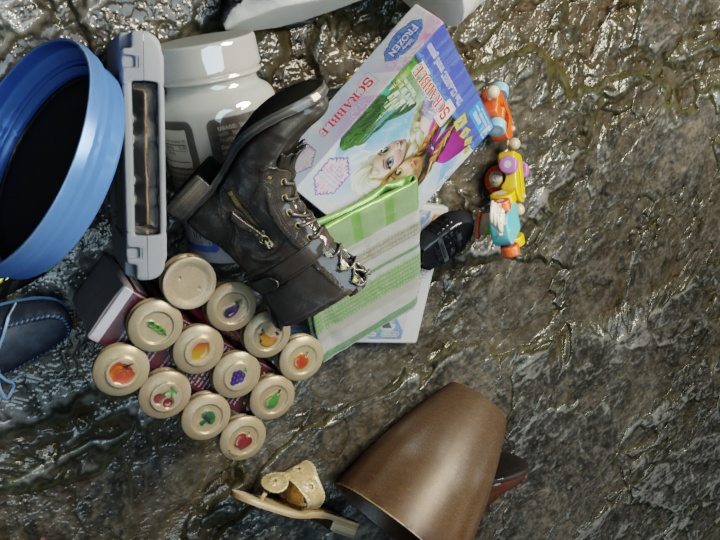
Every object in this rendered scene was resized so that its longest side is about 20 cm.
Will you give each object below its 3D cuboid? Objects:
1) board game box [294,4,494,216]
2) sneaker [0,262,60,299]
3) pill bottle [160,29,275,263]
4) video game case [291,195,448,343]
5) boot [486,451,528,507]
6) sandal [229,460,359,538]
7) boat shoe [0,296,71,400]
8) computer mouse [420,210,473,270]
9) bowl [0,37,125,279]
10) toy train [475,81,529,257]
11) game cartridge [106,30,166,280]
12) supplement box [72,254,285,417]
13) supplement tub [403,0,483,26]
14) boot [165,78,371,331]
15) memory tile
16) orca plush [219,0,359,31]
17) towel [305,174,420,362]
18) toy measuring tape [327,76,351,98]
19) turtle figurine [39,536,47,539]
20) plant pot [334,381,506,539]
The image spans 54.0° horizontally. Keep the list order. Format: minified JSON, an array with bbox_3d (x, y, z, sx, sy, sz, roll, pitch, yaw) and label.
[{"bbox_3d":[0.034,-0.127,0.718,0.200,0.041,0.200,-48,151,4],"label":"board game box"},{"bbox_3d":[-0.340,0.011,0.626,0.200,0.083,0.072,-35,122,-14],"label":"sneaker"},{"bbox_3d":[-0.129,-0.118,0.677,0.113,0.114,0.201,-18,116,-22],"label":"pill bottle"},{"bbox_3d":[0.002,0.000,0.849,0.199,0.022,0.183,4,106,-30],"label":"video game case"},{"bbox_3d":[0.170,0.382,1.057,0.188,0.068,0.201,-20,117,-22],"label":"boot"},{"bbox_3d":[-0.072,0.276,0.893,0.212,0.077,0.070,35,69,-40],"label":"sandal"},{"bbox_3d":[-0.359,0.095,0.649,0.200,0.069,0.084,-29,135,-12],"label":"boat shoe"},{"bbox_3d":[0.054,-0.008,0.849,0.200,0.034,0.059,-36,146,-8],"label":"computer mouse"},{"bbox_3d":[-0.262,-0.087,0.568,0.039,0.200,0.201,26,94,-49],"label":"bowl"},{"bbox_3d":[0.157,-0.116,0.848,0.150,0.055,0.201,44,47,-51],"label":"toy train"},{"bbox_3d":[-0.201,-0.103,0.629,0.041,0.133,0.201,-2,103,-21],"label":"game cartridge"},{"bbox_3d":[-0.182,0.070,0.720,0.200,0.109,0.061,35,88,-33],"label":"supplement box"},{"bbox_3d":[0.120,-0.366,0.715,0.200,0.132,0.132,-48,123,-5],"label":"supplement tub"},{"bbox_3d":[-0.053,-0.048,0.612,0.200,0.069,0.174,-35,111,29],"label":"boot"},{"bbox_3d":[-0.137,0.088,0.678,0.200,0.017,0.153,40,85,-33],"label":"memory tile"},{"bbox_3d":[-0.043,-0.287,0.667,0.199,0.105,0.071,-13,93,19],"label":"orca plush"},{"bbox_3d":[0.000,0.000,0.758,0.149,0.031,0.200,-29,142,-21],"label":"towel"},{"bbox_3d":[-0.002,-0.166,0.748,0.199,0.073,0.074,-16,115,-32],"label":"toy measuring tape"},{"bbox_3d":[-0.328,0.401,0.745,0.144,0.201,0.194,-37,134,29],"label":"turtle figurine"},{"bbox_3d":[0.099,0.253,0.921,0.200,0.187,0.187,-51,125,-21],"label":"plant pot"}]
